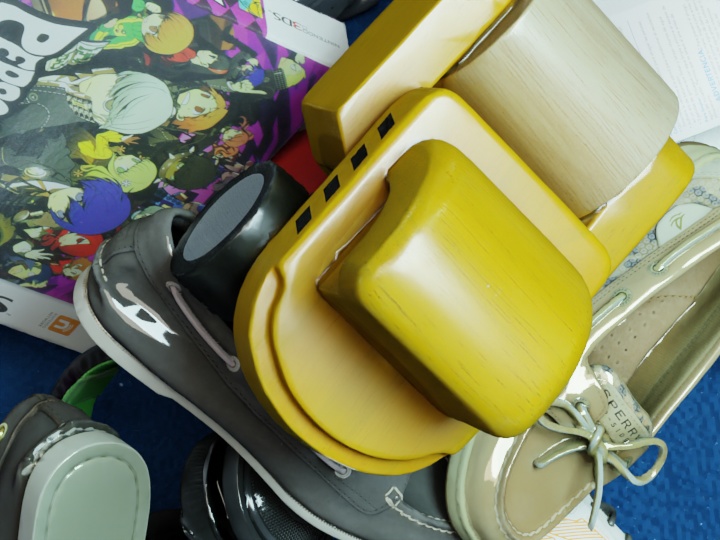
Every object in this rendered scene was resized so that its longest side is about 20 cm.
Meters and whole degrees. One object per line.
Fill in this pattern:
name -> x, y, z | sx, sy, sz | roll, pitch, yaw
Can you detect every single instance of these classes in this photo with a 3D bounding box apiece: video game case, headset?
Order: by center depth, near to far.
video game case -> -0.133, -0.060, 0.947 | 0.181, 0.200, 0.036 | 22, 40, -32
headset -> -0.062, 0.117, 0.971 | 0.200, 0.124, 0.094 | 47, 34, 12

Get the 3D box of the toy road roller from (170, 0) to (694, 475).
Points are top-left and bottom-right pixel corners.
toy road roller -> 0.041, -0.016, 0.850 | 0.123, 0.146, 0.200 | 44, 81, -19

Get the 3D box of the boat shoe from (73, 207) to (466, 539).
boat shoe -> -0.021, 0.048, 0.930 | 0.200, 0.057, 0.067 | 36, 36, -19

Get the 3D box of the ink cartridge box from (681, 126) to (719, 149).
ink cartridge box -> 0.124, -0.036, 1.057 | 0.199, 0.067, 0.117 | 18, 77, 0

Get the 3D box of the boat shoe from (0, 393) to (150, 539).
boat shoe -> -0.137, 0.150, 0.975 | 0.072, 0.061, 0.202 | 2, 111, -39

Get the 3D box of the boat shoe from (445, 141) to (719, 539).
boat shoe -> 0.108, 0.033, 0.960 | 0.063, 0.073, 0.200 | 21, 72, 46

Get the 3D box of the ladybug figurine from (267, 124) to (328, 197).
ladybug figurine -> 0.000, 0.000, 0.988 | 0.200, 0.072, 0.136 | -34, 101, 30

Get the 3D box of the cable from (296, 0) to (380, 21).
cable -> -0.057, -0.178, 1.092 | 0.200, 0.051, 0.163 | -39, 78, -7

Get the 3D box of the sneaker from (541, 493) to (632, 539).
sneaker -> 0.101, 0.132, 1.013 | 0.200, 0.074, 0.080 | 26, 74, 2

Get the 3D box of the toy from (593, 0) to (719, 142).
toy -> 0.134, -0.112, 1.006 | 0.199, 0.047, 0.115 | -22, 81, 12
